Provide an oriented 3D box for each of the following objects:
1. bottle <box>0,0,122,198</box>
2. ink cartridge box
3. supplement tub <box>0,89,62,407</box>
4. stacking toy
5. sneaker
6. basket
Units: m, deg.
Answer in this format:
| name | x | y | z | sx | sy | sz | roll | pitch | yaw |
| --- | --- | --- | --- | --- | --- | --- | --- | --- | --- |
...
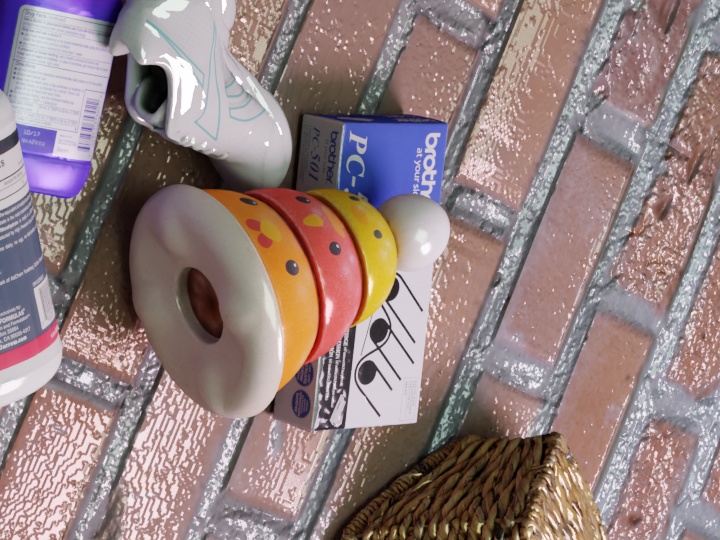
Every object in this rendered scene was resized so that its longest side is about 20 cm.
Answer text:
| name | x | y | z | sx | sy | sz | roll | pitch | yaw |
| --- | --- | --- | --- | --- | --- | --- | --- | --- | --- |
| bottle | -0.180 | -0.145 | 1.676 | 0.083 | 0.065 | 0.201 | 8 | 95 | -41 |
| ink cartridge box | 0.000 | 0.000 | 1.880 | 0.094 | 0.044 | 0.201 | -3 | 102 | -42 |
| supplement tub | -0.248 | -0.024 | 1.591 | 0.140 | 0.140 | 0.201 | -20 | 106 | -36 |
| stacking toy | -0.029 | -0.007 | 1.782 | 0.199 | 0.146 | 0.147 | -22 | 114 | -33 |
| sneaker | -0.102 | -0.103 | 1.732 | 0.080 | 0.070 | 0.201 | -56 | 144 | -25 |
| basket | 0.088 | 0.215 | 1.997 | 0.143 | 0.148 | 0.201 | -66 | 142 | -53 |
